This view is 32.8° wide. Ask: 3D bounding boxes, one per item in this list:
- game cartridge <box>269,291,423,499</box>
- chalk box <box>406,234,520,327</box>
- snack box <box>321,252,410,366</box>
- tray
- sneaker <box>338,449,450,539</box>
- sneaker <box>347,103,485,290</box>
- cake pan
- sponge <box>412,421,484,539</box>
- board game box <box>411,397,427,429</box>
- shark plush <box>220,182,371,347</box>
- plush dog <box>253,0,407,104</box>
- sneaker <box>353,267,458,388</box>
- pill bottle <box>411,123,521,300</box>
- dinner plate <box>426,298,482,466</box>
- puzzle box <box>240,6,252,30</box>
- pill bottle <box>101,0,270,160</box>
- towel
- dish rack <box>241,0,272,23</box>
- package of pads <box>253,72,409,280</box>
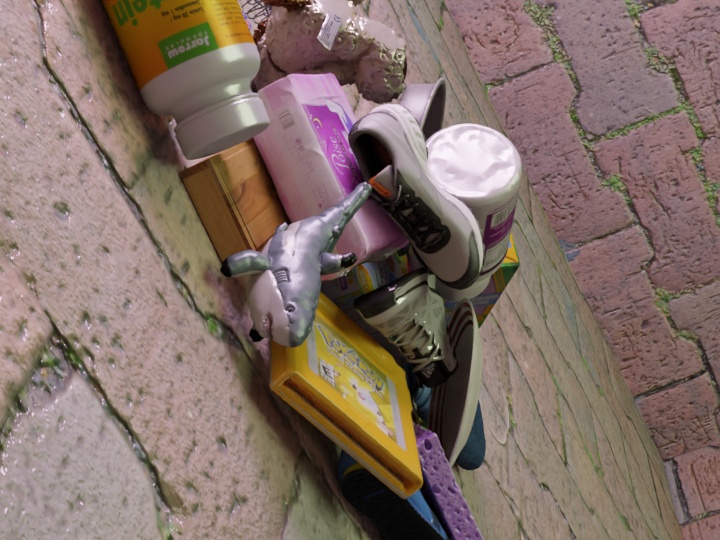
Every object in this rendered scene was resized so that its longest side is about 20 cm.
[{"bbox_3d":[-0.014,0.098,1.153,0.176,0.032,0.201,42,19,-22],"label":"game cartridge"},{"bbox_3d":[0.102,-0.001,1.551,0.201,0.123,0.125,115,-33,-54],"label":"chalk box"},{"bbox_3d":[0.000,0.000,1.388,0.200,0.067,0.170,41,31,-55],"label":"snack box"},{"bbox_3d":[-0.108,-0.074,1.188,0.099,0.037,0.200,65,17,-9],"label":"tray"},{"bbox_3d":[0.042,0.232,1.208,0.201,0.065,0.079,58,19,-30],"label":"sneaker"},{"bbox_3d":[0.049,-0.066,1.204,0.079,0.074,0.201,-27,85,-52],"label":"sneaker"},{"bbox_3d":[0.054,-0.118,1.360,0.200,0.036,0.202,14,90,-81],"label":"cake pan"},{"bbox_3d":[0.090,0.252,1.248,0.201,0.030,0.111,65,-12,-7],"label":"sponge"},{"bbox_3d":[0.052,0.210,1.359,0.105,0.023,0.200,59,17,-21],"label":"board game box"},{"bbox_3d":[-0.039,-0.002,1.105,0.200,0.083,0.092,-43,130,-46],"label":"shark plush"},{"bbox_3d":[-0.062,-0.239,1.352,0.159,0.172,0.201,-6,58,-34],"label":"plush dog"},{"bbox_3d":[0.061,0.064,1.258,0.116,0.075,0.200,67,15,5],"label":"sneaker"},{"bbox_3d":[0.111,-0.056,1.337,0.201,0.111,0.113,92,-12,-55],"label":"pill bottle"},{"bbox_3d":[0.105,0.131,1.337,0.200,0.024,0.202,-170,-90,-83],"label":"dinner plate"},{"bbox_3d":[-0.166,-0.273,1.285,0.134,0.025,0.201,60,17,-27],"label":"puzzle box"},{"bbox_3d":[-0.154,-0.205,1.071,0.202,0.110,0.111,67,16,0],"label":"pill bottle"},{"bbox_3d":[0.103,0.165,1.542,0.200,0.048,0.112,51,23,-46],"label":"towel"},{"bbox_3d":[-0.124,-0.359,1.498,0.200,0.054,0.155,25,43,-65],"label":"dish rack"},{"bbox_3d":[-0.033,-0.096,1.231,0.201,0.075,0.120,65,26,2],"label":"package of pads"}]
